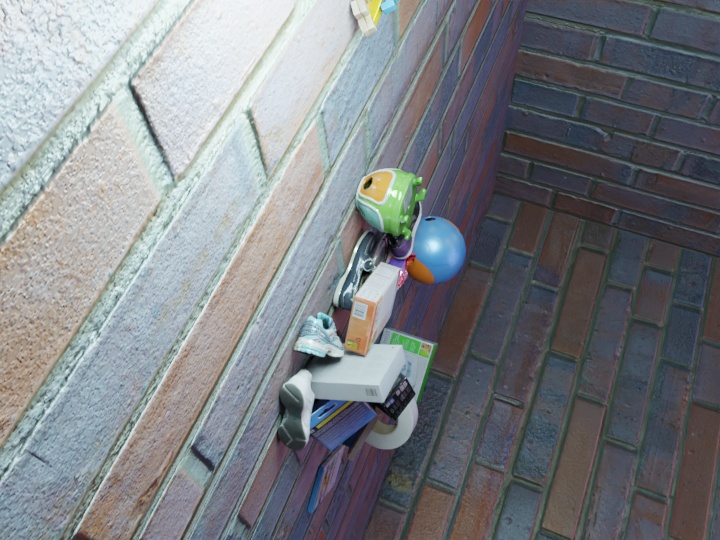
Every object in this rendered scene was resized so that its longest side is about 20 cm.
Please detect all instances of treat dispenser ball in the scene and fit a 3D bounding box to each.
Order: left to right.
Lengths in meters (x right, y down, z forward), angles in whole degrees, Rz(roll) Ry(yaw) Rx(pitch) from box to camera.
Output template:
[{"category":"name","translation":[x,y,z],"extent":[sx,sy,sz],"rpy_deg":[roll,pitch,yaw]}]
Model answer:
[{"category":"treat dispenser ball","translation":[0.211,-0.060,2.048],"extent":[0.201,0.199,0.203],"rpy_deg":[18,90,-76]}]

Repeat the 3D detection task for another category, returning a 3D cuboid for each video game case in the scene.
[{"category":"video game case","translation":[-0.100,0.613,2.058],"extent":[0.200,0.018,0.144],"rpy_deg":[-21,128,-73]}]

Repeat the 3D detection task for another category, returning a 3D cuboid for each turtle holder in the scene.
[{"category":"turtle holder","translation":[0.066,-0.152,1.523],"extent":[0.185,0.131,0.142],"rpy_deg":[-12,118,-75]}]

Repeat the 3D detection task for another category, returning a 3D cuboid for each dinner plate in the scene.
[{"category":"dinner plate","translation":[0.042,-0.009,1.829],"extent":[0.200,0.024,0.202],"rpy_deg":[19,90,-77]}]

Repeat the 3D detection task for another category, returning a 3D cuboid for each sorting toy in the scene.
[{"category":"sorting toy","translation":[0.000,0.380,1.912],"extent":[0.201,0.069,0.200],"rpy_deg":[-73,-172,-57]}]

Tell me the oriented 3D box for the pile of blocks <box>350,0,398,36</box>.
[{"category":"pile of blocks","translation":[0.041,-0.484,1.123],"extent":[0.062,0.081,0.202],"rpy_deg":[-10,117,-74]}]

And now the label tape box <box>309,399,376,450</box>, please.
[{"category":"label tape box","translation":[-0.062,0.325,1.599],"extent":[0.143,0.066,0.200],"rpy_deg":[-38,143,-1]}]

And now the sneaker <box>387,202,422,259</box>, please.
[{"category":"sneaker","translation":[0.111,-0.137,1.804],"extent":[0.088,0.075,0.202],"rpy_deg":[47,46,-59]}]

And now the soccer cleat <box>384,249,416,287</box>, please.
[{"category":"soccer cleat","translation":[0.085,0.025,1.837],"extent":[0.068,0.073,0.201],"rpy_deg":[77,33,-65]}]

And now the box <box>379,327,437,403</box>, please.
[{"category":"box","translation":[0.137,0.307,2.263],"extent":[0.097,0.175,0.202],"rpy_deg":[16,93,-75]}]

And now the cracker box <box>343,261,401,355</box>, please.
[{"category":"cracker box","translation":[0.029,0.082,1.560],"extent":[0.200,0.057,0.135],"rpy_deg":[-49,153,-61]}]

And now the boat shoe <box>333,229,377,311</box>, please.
[{"category":"boat shoe","translation":[0.000,0.000,1.597],"extent":[0.075,0.061,0.201],"rpy_deg":[80,31,-62]}]

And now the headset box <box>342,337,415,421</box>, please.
[{"category":"headset box","translation":[0.025,0.263,1.727],"extent":[0.093,0.199,0.174],"rpy_deg":[-49,157,-11]}]

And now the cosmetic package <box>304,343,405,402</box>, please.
[{"category":"cosmetic package","translation":[-0.019,0.219,1.509],"extent":[0.151,0.198,0.052],"rpy_deg":[-53,135,-52]}]

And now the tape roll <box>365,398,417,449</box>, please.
[{"category":"tape roll","translation":[0.076,0.450,2.163],"extent":[0.071,0.201,0.204],"rpy_deg":[-34,140,-68]}]

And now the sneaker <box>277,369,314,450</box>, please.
[{"category":"sneaker","translation":[-0.126,0.296,1.458],"extent":[0.080,0.070,0.202],"rpy_deg":[-52,155,-53]}]

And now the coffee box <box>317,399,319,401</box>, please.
[{"category":"coffee box","translation":[-0.070,0.350,1.793],"extent":[0.200,0.044,0.124],"rpy_deg":[76,35,-65]}]

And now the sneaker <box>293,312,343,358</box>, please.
[{"category":"sneaker","translation":[-0.073,0.135,1.460],"extent":[0.200,0.077,0.087],"rpy_deg":[21,83,-76]}]
